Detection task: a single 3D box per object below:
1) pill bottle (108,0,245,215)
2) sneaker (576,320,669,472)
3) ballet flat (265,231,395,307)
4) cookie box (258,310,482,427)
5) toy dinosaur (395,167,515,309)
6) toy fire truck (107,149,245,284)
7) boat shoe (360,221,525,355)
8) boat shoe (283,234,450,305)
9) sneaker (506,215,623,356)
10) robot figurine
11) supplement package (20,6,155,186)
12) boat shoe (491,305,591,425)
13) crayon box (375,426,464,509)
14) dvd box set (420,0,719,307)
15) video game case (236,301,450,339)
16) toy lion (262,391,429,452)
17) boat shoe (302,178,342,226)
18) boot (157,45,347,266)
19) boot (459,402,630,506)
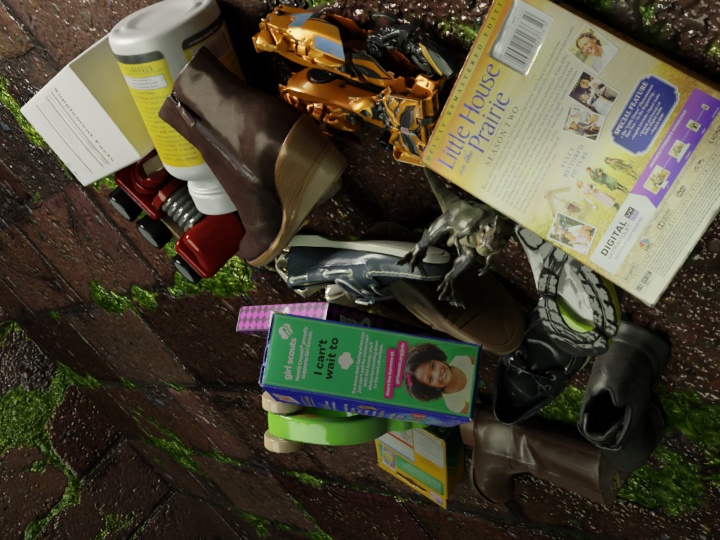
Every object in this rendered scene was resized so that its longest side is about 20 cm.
[{"bbox_3d":[-0.163,-0.161,0.836,0.111,0.111,0.201,15,135,40],"label":"pill bottle"},{"bbox_3d":[0.236,0.136,0.778,0.075,0.091,0.201,18,145,34],"label":"sneaker"},{"bbox_3d":[-0.037,0.008,0.961,0.199,0.075,0.068,20,139,36],"label":"ballet flat"},{"bbox_3d":[0.008,0.104,0.834,0.198,0.076,0.171,8,167,1],"label":"cookie box"},{"bbox_3d":[0.075,-0.026,0.689,0.047,0.089,0.200,20,-166,-21],"label":"toy dinosaur"},{"bbox_3d":[-0.205,-0.094,1.016,0.176,0.129,0.200,46,162,-6],"label":"toy fire truck"},{"bbox_3d":[0.084,0.024,0.848,0.200,0.071,0.065,39,158,28],"label":"boat shoe"},{"bbox_3d":[0.000,0.000,0.807,0.198,0.075,0.063,5,91,37],"label":"boat shoe"},{"bbox_3d":[0.162,-0.038,0.654,0.073,0.081,0.202,-5,109,30],"label":"sneaker"},{"bbox_3d":[0.005,-0.152,0.710,0.199,0.058,0.146,26,150,28],"label":"robot figurine"},{"bbox_3d":[-0.281,-0.192,0.951,0.199,0.121,0.120,-7,125,54],"label":"supplement package"},{"bbox_3d":[0.172,0.100,0.834,0.074,0.066,0.200,38,151,9],"label":"boat shoe"},{"bbox_3d":[0.080,0.237,1.154,0.125,0.052,0.201,27,147,26],"label":"crayon box"},{"bbox_3d":[0.153,-0.088,0.571,0.199,0.029,0.147,33,120,16],"label":"dvd box set"},{"bbox_3d":[-0.023,0.076,0.988,0.180,0.036,0.199,19,166,-34],"label":"video game case"},{"bbox_3d":[0.006,0.158,0.984,0.190,0.200,0.069,3,102,21],"label":"toy lion"},{"bbox_3d":[-0.094,-0.073,0.931,0.074,0.069,0.200,47,151,-8],"label":"boat shoe"},{"bbox_3d":[-0.116,-0.101,0.783,0.166,0.073,0.200,35,140,-8],"label":"boot"},{"bbox_3d":[0.223,0.244,0.981,0.199,0.064,0.187,11,141,37],"label":"boot"}]
